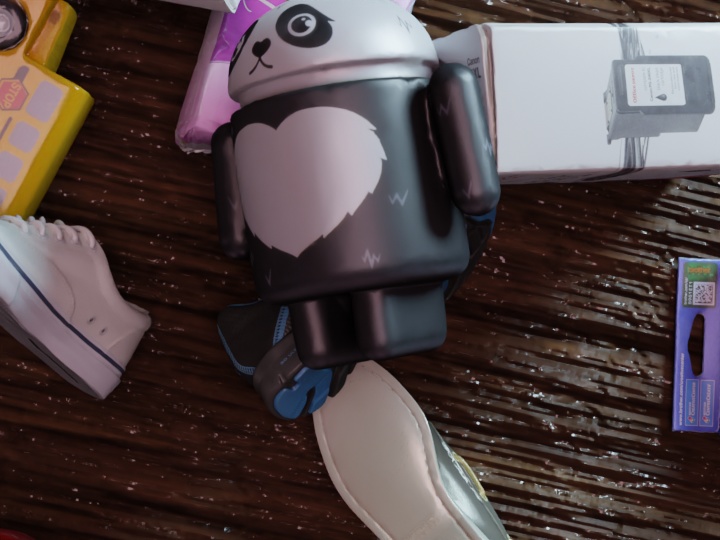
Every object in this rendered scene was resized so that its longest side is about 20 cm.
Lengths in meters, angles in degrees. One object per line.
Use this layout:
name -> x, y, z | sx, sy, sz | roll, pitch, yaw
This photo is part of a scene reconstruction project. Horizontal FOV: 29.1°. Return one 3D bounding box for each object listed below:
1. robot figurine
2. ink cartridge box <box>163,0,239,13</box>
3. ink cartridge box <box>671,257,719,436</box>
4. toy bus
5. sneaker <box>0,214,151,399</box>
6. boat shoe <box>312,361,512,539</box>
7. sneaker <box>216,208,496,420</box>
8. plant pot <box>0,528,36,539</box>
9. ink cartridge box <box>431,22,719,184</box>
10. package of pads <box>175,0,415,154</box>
robot figurine -> -0.008, -0.051, 0.759 | 0.148, 0.125, 0.203 | -8, 88, -5
ink cartridge box -> -0.143, -0.241, 0.789 | 0.198, 0.086, 0.148 | 15, 70, 20
ink cartridge box -> 0.305, 0.053, 0.905 | 0.197, 0.042, 0.121 | 3, 89, -3
toy bus -> -0.225, -0.073, 0.847 | 0.078, 0.065, 0.202 | 28, 88, -5
sneaker -> -0.191, -0.002, 0.809 | 0.072, 0.200, 0.071 | 20, 68, 32
boat shoe -> 0.038, 0.141, 0.868 | 0.072, 0.060, 0.203 | -37, 74, 10
sneaker -> 0.000, 0.000, 0.861 | 0.199, 0.074, 0.082 | -37, 58, -18
plant pot -> -0.265, 0.261, 0.781 | 0.198, 0.200, 0.185 | -6, 96, -5
ink cartridge box -> 0.137, -0.095, 0.817 | 0.197, 0.145, 0.085 | -3, 92, -17
package of pads -> -0.032, -0.154, 0.857 | 0.119, 0.076, 0.202 | 17, 89, -8
